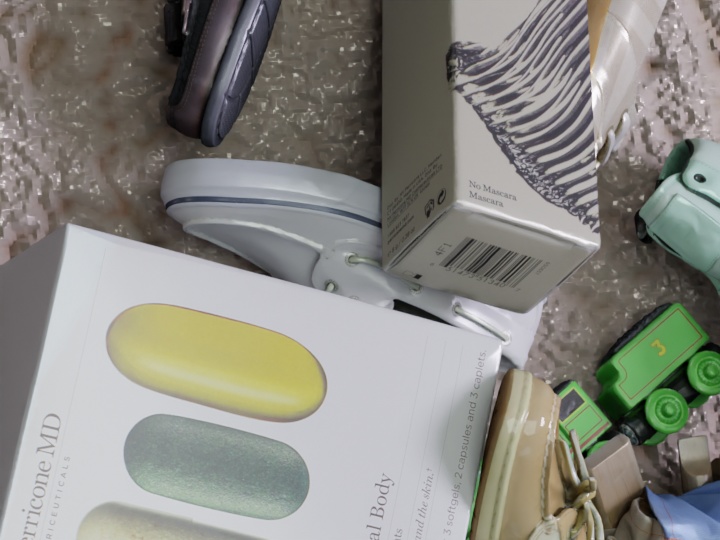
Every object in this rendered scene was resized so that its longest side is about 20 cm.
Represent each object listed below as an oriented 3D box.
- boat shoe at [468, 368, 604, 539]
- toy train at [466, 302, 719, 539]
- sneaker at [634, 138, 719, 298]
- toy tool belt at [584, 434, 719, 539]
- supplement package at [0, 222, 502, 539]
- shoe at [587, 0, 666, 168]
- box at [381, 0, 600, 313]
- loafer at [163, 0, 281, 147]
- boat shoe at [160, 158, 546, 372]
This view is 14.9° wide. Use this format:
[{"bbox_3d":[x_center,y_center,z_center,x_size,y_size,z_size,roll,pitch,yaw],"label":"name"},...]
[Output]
[{"bbox_3d":[0.084,0.126,1.222,0.062,0.201,0.073,6,42,11],"label":"boat shoe"},{"bbox_3d":[0.098,0.089,1.325,0.200,0.042,0.056,-39,86,-20],"label":"toy train"},{"bbox_3d":[0.183,0.014,1.308,0.118,0.074,0.201,22,33,-14],"label":"sneaker"},{"bbox_3d":[0.198,0.128,1.307,0.199,0.125,0.124,-7,97,-21],"label":"toy tool belt"},{"bbox_3d":[-0.067,0.085,1.206,0.199,0.151,0.153,15,78,-17],"label":"supplement package"},{"bbox_3d":[0.122,-0.103,1.342,0.053,0.070,0.201,19,74,-7],"label":"shoe"},{"bbox_3d":[0.058,-0.086,1.278,0.082,0.068,0.201,16,54,-24],"label":"box"},{"bbox_3d":[-0.062,-0.153,1.295,0.063,0.072,0.201,17,70,4],"label":"loafer"},{"bbox_3d":[0.000,0.000,1.282,0.199,0.074,0.067,13,75,-18],"label":"boat shoe"}]
